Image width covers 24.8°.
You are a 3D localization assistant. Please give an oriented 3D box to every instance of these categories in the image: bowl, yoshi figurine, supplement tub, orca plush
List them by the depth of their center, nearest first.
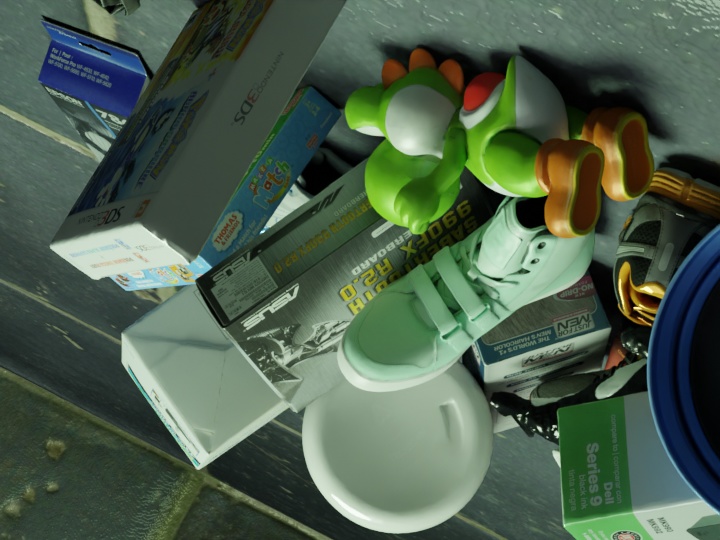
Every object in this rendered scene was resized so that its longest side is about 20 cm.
[{"bbox_3d":[0.261,0.055,0.912,0.200,0.202,0.039,19,-174,27],"label":"bowl"},{"bbox_3d":[0.074,-0.062,1.006,0.199,0.113,0.112,18,168,40],"label":"yoshi figurine"},{"bbox_3d":[0.182,0.099,1.133,0.199,0.071,0.106,2,119,25],"label":"orca plush"},{"bbox_3d":[0.026,0.132,1.301,0.144,0.145,0.200,27,174,2],"label":"supplement tub"}]

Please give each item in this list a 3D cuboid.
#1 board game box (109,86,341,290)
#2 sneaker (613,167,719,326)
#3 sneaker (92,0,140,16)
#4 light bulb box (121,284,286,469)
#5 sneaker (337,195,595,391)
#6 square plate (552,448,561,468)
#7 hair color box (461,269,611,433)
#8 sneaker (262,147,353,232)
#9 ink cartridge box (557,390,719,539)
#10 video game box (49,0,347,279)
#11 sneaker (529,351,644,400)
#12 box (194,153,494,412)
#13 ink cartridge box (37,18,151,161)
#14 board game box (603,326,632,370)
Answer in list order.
[{"bbox_3d":[-0.109,-0.057,1.222,0.037,0.152,0.200,40,160,-20],"label":"board game box"},{"bbox_3d":[0.193,0.004,1.055,0.078,0.078,0.200,20,165,16],"label":"sneaker"},{"bbox_3d":[-0.094,-0.180,0.928,0.199,0.100,0.071,20,160,20],"label":"sneaker"},{"bbox_3d":[-0.091,0.060,1.396,0.125,0.198,0.200,54,167,3],"label":"light bulb box"},{"bbox_3d":[0.069,-0.002,1.082,0.074,0.200,0.118,54,166,23],"label":"sneaker"},{"bbox_3d":[0.255,0.206,1.205,0.197,0.029,0.200,17,153,39],"label":"square plate"},{"bbox_3d":[0.133,0.064,1.278,0.099,0.061,0.200,-17,160,-3],"label":"hair color box"},{"bbox_3d":[-0.051,-0.067,1.272,0.199,0.075,0.087,9,144,37],"label":"sneaker"},{"bbox_3d":[0.241,0.131,1.026,0.199,0.085,0.146,-14,146,24],"label":"ink cartridge box"},{"bbox_3d":[-0.105,-0.091,1.029,0.047,0.201,0.182,36,161,-23],"label":"video game box"},{"bbox_3d":[0.214,0.076,1.197,0.199,0.078,0.083,-13,118,29],"label":"sneaker"},{"bbox_3d":[0.000,0.000,1.148,0.048,0.199,0.159,54,178,31],"label":"box"},{"bbox_3d":[-0.199,-0.128,1.357,0.099,0.039,0.200,22,162,22],"label":"ink cartridge box"},{"bbox_3d":[0.258,0.145,1.267,0.200,0.019,0.103,49,150,29],"label":"board game box"}]
